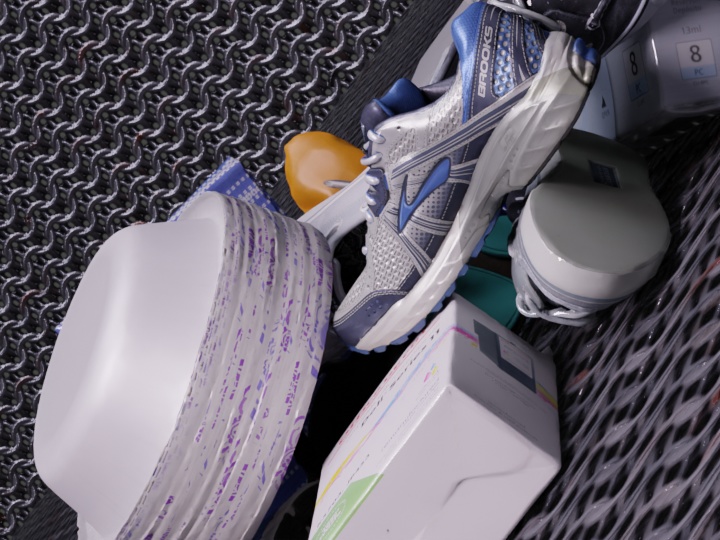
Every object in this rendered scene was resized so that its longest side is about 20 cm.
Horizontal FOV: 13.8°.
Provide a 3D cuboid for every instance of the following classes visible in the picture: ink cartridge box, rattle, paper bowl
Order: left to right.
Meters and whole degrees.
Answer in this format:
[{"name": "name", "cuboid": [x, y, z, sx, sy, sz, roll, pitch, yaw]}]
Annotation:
[{"name": "paper bowl", "cuboid": [-0.099, 0.056, 1.526, 0.201, 0.104, 0.201, -161, 90, -75]}, {"name": "rattle", "cuboid": [0.005, -0.015, 1.880, 0.130, 0.143, 0.200, -31, 12, 28]}, {"name": "ink cartridge box", "cuboid": [0.035, 0.086, 1.406, 0.117, 0.067, 0.200, -53, 6, 13]}, {"name": "ink cartridge box", "cuboid": [0.132, -0.163, 1.540, 0.160, 0.047, 0.200, 146, 114, -75]}]

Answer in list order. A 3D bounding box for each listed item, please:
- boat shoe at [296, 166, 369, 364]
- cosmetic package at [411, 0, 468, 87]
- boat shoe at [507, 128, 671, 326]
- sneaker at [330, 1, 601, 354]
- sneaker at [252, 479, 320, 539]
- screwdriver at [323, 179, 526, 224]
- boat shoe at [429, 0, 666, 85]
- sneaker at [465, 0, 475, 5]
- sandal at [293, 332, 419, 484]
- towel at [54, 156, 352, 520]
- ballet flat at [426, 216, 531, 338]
[{"name": "boat shoe", "cuboid": [0.000, 0.000, 1.582, 0.200, 0.072, 0.069, -39, 16, 33]}, {"name": "cosmetic package", "cuboid": [0.086, -0.097, 1.821, 0.090, 0.107, 0.200, -52, 5, 21]}, {"name": "boat shoe", "cuboid": [0.106, -0.009, 1.437, 0.201, 0.070, 0.072, -76, 3, -71]}, {"name": "sneaker", "cuboid": [0.033, -0.049, 1.440, 0.200, 0.085, 0.077, -55, 3, 26]}, {"name": "sneaker", "cuboid": [-0.064, 0.197, 1.537, 0.200, 0.079, 0.089, -50, 8, -32]}, {"name": "screwdriver", "cuboid": [0.056, -0.036, 1.623, 0.200, 0.029, 0.028, 3, 45, 45]}, {"name": "boat shoe", "cuboid": [0.087, -0.122, 1.453, 0.068, 0.072, 0.200, -34, -11, -42]}, {"name": "sneaker", "cuboid": [0.106, -0.198, 1.499, 0.086, 0.078, 0.200, -119, 32, -41]}, {"name": "sandal", "cuboid": [-0.011, 0.079, 1.570, 0.045, 0.075, 0.200, -13, -20, -19]}, {"name": "towel", "cuboid": [-0.061, 0.054, 1.670, 0.145, 0.200, 0.024, -46, 24, -15]}, {"name": "ballet flat", "cuboid": [0.067, 0.014, 1.630, 0.200, 0.074, 0.074, -58, 7, -38]}]
